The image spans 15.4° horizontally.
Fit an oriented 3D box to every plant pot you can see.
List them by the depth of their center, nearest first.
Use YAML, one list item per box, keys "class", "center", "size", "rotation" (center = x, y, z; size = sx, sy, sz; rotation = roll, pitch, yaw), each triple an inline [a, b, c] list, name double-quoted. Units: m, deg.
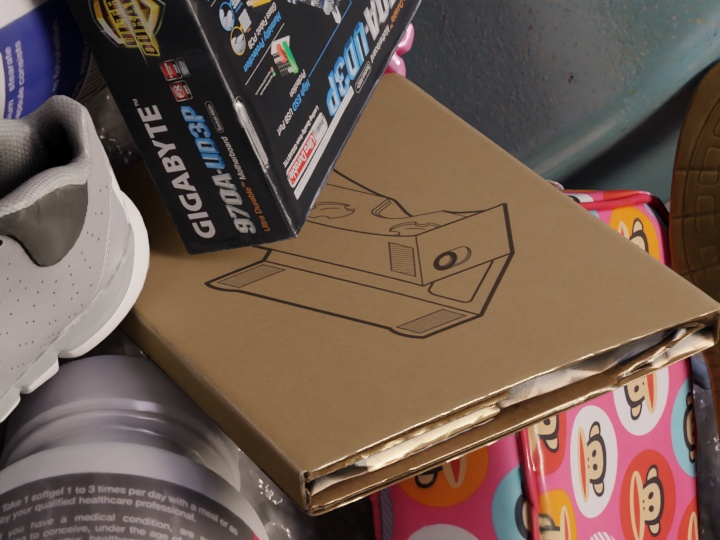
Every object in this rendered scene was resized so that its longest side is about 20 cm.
- class: "plant pot"
  center: [0.117, -0.142, 1.131]
  size: [0.195, 0.199, 0.197]
  rotation: [-11, 79, -47]

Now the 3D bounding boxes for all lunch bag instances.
- class: "lunch bag"
  center: [0.079, 0.066, 1.039]
  size: [0.176, 0.082, 0.201]
  rotation: [-9, 97, -54]

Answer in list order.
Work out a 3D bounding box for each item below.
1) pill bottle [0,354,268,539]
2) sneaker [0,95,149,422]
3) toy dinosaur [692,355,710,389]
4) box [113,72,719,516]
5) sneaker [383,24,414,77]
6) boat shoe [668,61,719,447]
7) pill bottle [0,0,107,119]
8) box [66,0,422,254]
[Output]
- class: "pill bottle"
  center: [-0.083, 0.127, 0.856]
  size: [0.110, 0.111, 0.201]
  rotation: [33, 36, -29]
- class: "sneaker"
  center: [-0.146, 0.020, 0.823]
  size: [0.075, 0.116, 0.200]
  rotation: [28, 63, 19]
- class: "toy dinosaur"
  center: [0.199, 0.060, 1.161]
  size: [0.105, 0.199, 0.183]
  rotation: [18, 89, -55]
- class: "box"
  center: [0.000, 0.000, 0.918]
  size: [0.163, 0.200, 0.021]
  rotation: [-21, 126, -24]
- class: "sneaker"
  center: [-0.034, -0.070, 1.049]
  size: [0.095, 0.079, 0.201]
  rotation: [16, 58, -26]
- class: "boat shoe"
  center: [0.165, 0.012, 1.066]
  size: [0.066, 0.073, 0.201]
  rotation: [-32, 117, -77]
- class: "pill bottle"
  center: [-0.165, -0.077, 0.882]
  size: [0.116, 0.115, 0.200]
  rotation: [57, 42, -7]
- class: "box"
  center: [-0.038, -0.129, 0.933]
  size: [0.160, 0.046, 0.200]
  rotation: [66, 32, -31]
